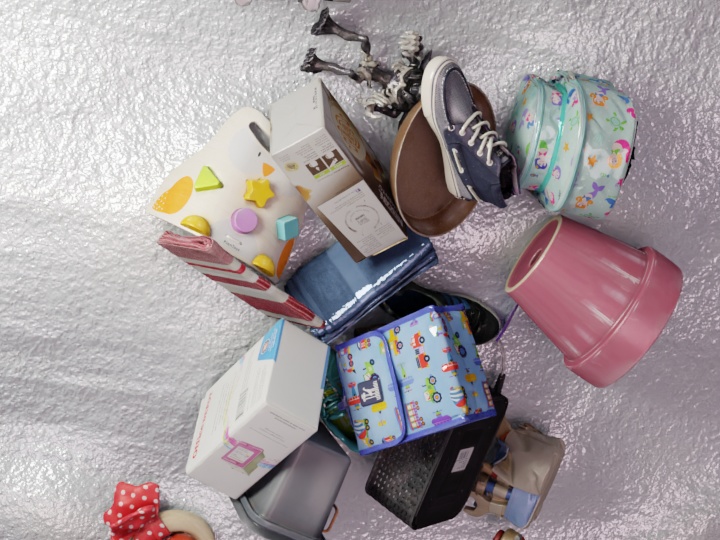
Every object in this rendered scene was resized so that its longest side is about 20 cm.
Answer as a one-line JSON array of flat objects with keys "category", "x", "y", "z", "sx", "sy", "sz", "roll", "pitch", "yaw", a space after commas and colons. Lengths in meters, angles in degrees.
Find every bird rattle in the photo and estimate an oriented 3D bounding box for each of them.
[{"category": "bird rattle", "x": -0.285, "y": 0.393, "z": 1.607, "sx": 0.162, "sy": 0.113, "sz": 0.202, "roll": 1, "pitch": 97, "yaw": -24}]

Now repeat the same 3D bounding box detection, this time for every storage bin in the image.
[{"category": "storage bin", "x": -0.085, "y": 0.278, "z": 1.540, "sx": 0.145, "sy": 0.200, "sz": 0.135, "roll": 27, "pitch": 93, "yaw": -20}, {"category": "storage bin", "x": 0.107, "y": 0.244, "z": 1.580, "sx": 0.135, "sy": 0.094, "sz": 0.201, "roll": 1, "pitch": 116, "yaw": -53}]

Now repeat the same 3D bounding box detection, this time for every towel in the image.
[{"category": "towel", "x": -0.149, "y": 0.011, "z": 1.437, "sx": 0.200, "sy": 0.144, "sz": 0.023, "roll": 37, "pitch": 75, "yaw": -33}, {"category": "towel", "x": 0.000, "y": 0.000, "z": 1.501, "sx": 0.200, "sy": 0.112, "sz": 0.049, "roll": -38, "pitch": 150, "yaw": 7}]

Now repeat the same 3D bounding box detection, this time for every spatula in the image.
[{"category": "spatula", "x": 0.199, "y": 0.132, "z": 1.614, "sx": 0.020, "sy": 0.057, "sz": 0.202, "roll": 14, "pitch": 111, "yaw": 16}]

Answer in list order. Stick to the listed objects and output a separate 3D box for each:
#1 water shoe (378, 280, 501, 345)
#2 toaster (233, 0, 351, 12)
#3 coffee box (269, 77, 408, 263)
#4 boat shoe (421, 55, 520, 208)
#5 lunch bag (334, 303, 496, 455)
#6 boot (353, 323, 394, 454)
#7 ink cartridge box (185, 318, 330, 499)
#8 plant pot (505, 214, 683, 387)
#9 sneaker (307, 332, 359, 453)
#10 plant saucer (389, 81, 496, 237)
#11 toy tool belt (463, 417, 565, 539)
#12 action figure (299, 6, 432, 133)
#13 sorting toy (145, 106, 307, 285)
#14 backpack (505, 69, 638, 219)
[{"category": "water shoe", "x": 0.108, "y": 0.066, "z": 1.556, "sx": 0.199, "sy": 0.079, "sz": 0.072, "roll": 19, "pitch": 106, "yaw": -17}, {"category": "toaster", "x": -0.091, "y": -0.409, "z": 1.322, "sx": 0.179, "sy": 0.119, "sz": 0.202, "roll": 2, "pitch": 109, "yaw": -13}, {"category": "coffee box", "x": -0.027, "y": -0.121, "z": 1.411, "sx": 0.079, "sy": 0.115, "sz": 0.200, "roll": -26, "pitch": 127, "yaw": 17}, {"category": "boat shoe", "x": 0.141, "y": -0.165, "z": 1.377, "sx": 0.075, "sy": 0.092, "sz": 0.201, "roll": -44, "pitch": 134, "yaw": -25}, {"category": "lunch bag", "x": 0.055, "y": 0.146, "z": 1.483, "sx": 0.199, "sy": 0.094, "sz": 0.152, "roll": -23, "pitch": 78, "yaw": 30}, {"category": "boot", "x": 0.044, "y": 0.170, "z": 1.589, "sx": 0.075, "sy": 0.074, "sz": 0.202, "roll": -12, "pitch": 109, "yaw": -14}, {"category": "ink cartridge box", "x": -0.133, "y": 0.181, "z": 1.474, "sx": 0.084, "sy": 0.145, "sz": 0.200, "roll": 32, "pitch": 129, "yaw": -21}, {"category": "plant pot", "x": 0.303, "y": 0.026, "z": 1.532, "sx": 0.178, "sy": 0.200, "sz": 0.201, "roll": 35, "pitch": 100, "yaw": -5}, {"category": "sneaker", "x": -0.041, "y": 0.167, "z": 1.562, "sx": 0.077, "sy": 0.080, "sz": 0.200, "roll": -35, "pitch": 112, "yaw": 3}, {"category": "plant saucer", "x": 0.100, "y": -0.143, "z": 1.443, "sx": 0.200, "sy": 0.034, "sz": 0.202, "roll": -23, "pitch": 122, "yaw": -42}, {"category": "toy tool belt", "x": 0.209, "y": 0.314, "z": 1.662, "sx": 0.122, "sy": 0.125, "sz": 0.201, "roll": 26, "pitch": 102, "yaw": 21}, {"category": "action figure", "x": 0.028, "y": -0.244, "z": 1.417, "sx": 0.199, "sy": 0.102, "sz": 0.120, "roll": 21, "pitch": 93, "yaw": -16}, {"category": "sorting toy", "x": -0.139, "y": -0.103, "z": 1.450, "sx": 0.199, "sy": 0.107, "sz": 0.181, "roll": 30, "pitch": 82, "yaw": -20}, {"category": "backpack", "x": 0.266, "y": -0.159, "z": 1.441, "sx": 0.149, "sy": 0.200, "sz": 0.179, "roll": 8, "pitch": 109, "yaw": -14}]
